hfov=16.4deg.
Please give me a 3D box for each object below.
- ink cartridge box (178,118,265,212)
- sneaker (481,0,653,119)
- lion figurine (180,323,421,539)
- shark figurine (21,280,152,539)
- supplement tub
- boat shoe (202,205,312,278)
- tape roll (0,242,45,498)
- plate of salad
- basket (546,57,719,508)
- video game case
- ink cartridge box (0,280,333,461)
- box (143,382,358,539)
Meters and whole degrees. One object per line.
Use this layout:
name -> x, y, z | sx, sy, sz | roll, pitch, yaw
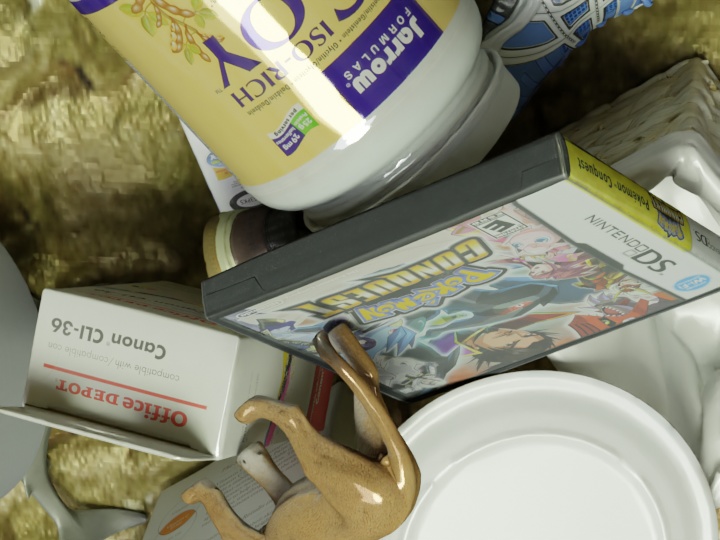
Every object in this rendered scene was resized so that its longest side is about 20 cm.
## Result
ink cartridge box -> -0.031, -0.110, 1.321 | 0.136, 0.076, 0.200 | -14, 116, 17
sneaker -> 0.116, -0.148, 1.270 | 0.077, 0.076, 0.200 | 28, 124, -3
lion figurine -> -0.015, 0.120, 1.216 | 0.123, 0.072, 0.200 | 50, 147, 14
shark figurine -> -0.188, 0.096, 1.475 | 0.128, 0.090, 0.215 | 13, 121, 4
supplement tub -> -0.034, -0.120, 1.186 | 0.145, 0.146, 0.200 | -34, 110, 27
boat shoe -> 0.000, -0.001, 1.325 | 0.066, 0.201, 0.072 | -13, 76, 34
tape roll -> -0.273, 0.052, 1.422 | 0.200, 0.066, 0.201 | 10, 109, 31
plate of salad -> 0.089, 0.146, 1.316 | 0.199, 0.048, 0.201 | -1, 105, -4
basket -> 0.176, 0.007, 1.328 | 0.135, 0.123, 0.200 | -29, 112, 25
video game case -> 0.056, 0.006, 1.200 | 0.200, 0.026, 0.181 | -22, 153, 27
ink cartridge box -> -0.098, 0.050, 1.321 | 0.116, 0.200, 0.068 | 12, 96, 17
box -> -0.049, 0.186, 1.427 | 0.152, 0.200, 0.106 | -33, 110, 26
